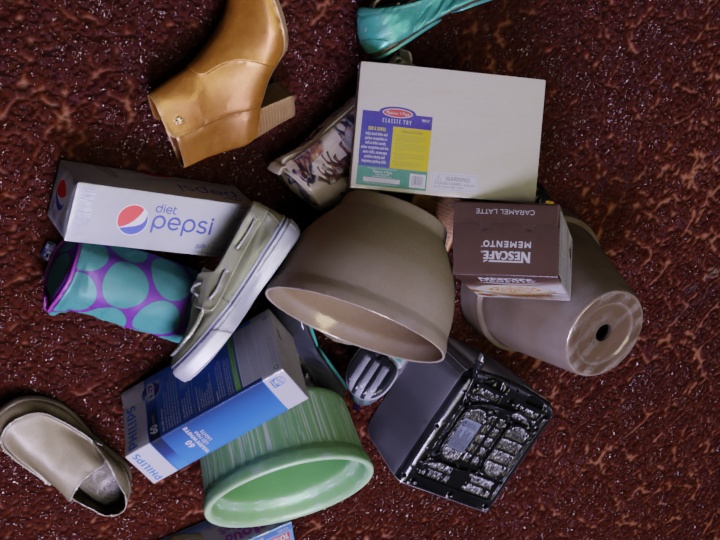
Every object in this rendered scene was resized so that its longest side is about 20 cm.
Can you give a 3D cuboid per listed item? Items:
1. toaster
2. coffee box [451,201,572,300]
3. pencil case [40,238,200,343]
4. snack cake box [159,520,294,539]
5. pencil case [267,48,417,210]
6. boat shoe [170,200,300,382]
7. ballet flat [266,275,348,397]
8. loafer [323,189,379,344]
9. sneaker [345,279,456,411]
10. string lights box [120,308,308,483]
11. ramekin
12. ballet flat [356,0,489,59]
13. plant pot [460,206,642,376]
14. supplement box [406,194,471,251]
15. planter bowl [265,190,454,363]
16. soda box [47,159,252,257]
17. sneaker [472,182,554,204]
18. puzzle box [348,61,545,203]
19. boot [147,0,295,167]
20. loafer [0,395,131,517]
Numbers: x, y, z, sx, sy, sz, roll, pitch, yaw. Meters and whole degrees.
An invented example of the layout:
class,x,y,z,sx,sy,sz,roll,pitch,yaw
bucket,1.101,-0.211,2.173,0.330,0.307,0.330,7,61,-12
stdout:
class,x,y,z,sx,sy,sz,roll,pitch,yaw
toaster,0.132,0.191,1.502,0.181,0.119,0.200,25,101,-38
coffee box,0.172,-0.018,1.291,0.200,0.114,0.080,30,62,-73
pencil case,-0.234,0.027,1.220,0.200,0.085,0.092,20,124,-38
snack cake box,-0.180,0.374,1.452,0.200,0.067,0.115,-20,123,-20
pencil case,-0.004,-0.149,1.264,0.200,0.078,0.089,-42,122,-5
boat shoe,-0.141,0.020,1.198,0.062,0.072,0.200,35,82,-8
ballet flat,-0.076,0.094,1.362,0.073,0.073,0.200,-34,130,-11
loafer,0.000,0.000,1.353,0.076,0.068,0.200,-7,118,-27
sneaker,0.043,0.081,1.428,0.200,0.074,0.088,-50,170,-23
string lights box,-0.163,0.137,1.276,0.200,0.103,0.059,-30,129,9
ramekin,-0.093,0.215,1.350,0.200,0.098,0.200,-14,153,-7
ballet flat,0.081,-0.298,1.245,0.200,0.067,0.071,-30,112,-16
plant pot,0.255,0.040,1.459,0.200,0.174,0.200,-15,122,-25
supplement box,0.095,-0.097,1.311,0.069,0.067,0.200,20,115,-1
planter bowl,0.015,-0.001,1.236,0.200,0.200,0.135,32,71,-38
soda box,-0.212,-0.061,1.196,0.200,0.068,0.064,6,110,-32
sneaker,0.184,-0.086,1.337,0.200,0.090,0.070,0,113,-80
puzzle box,0.090,-0.144,1.222,0.200,0.025,0.133,5,92,-6
boot,-0.145,-0.204,1.155,0.144,0.071,0.201,-26,131,-20
loafer,-0.318,0.206,1.279,0.076,0.067,0.200,-48,129,0
